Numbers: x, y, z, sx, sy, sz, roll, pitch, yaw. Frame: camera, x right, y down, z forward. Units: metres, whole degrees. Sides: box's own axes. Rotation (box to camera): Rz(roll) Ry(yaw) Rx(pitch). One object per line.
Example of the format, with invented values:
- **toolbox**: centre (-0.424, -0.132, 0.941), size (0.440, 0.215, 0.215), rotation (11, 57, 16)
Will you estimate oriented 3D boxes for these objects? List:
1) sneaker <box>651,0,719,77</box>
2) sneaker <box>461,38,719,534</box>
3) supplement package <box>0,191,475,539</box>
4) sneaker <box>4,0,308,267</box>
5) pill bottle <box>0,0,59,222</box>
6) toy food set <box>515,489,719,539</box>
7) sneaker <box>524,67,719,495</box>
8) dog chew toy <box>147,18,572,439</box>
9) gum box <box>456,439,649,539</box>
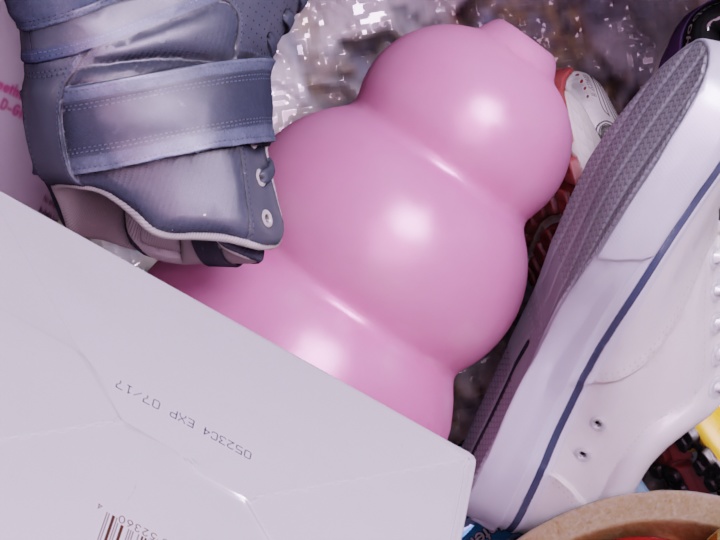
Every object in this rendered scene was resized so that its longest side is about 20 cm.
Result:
- **sneaker**: centre (0.180, -0.015, 1.016), size (0.200, 0.088, 0.076), rotation (41, 87, 3)
- **sneaker**: centre (0.099, 0.012, 1.009), size (0.071, 0.073, 0.200), rotation (19, 122, -9)
- **supplement package**: centre (-0.102, 0.119, 0.939), size (0.191, 0.147, 0.200), rotation (30, 127, -11)
- **sneaker**: centre (-0.033, -0.079, 0.992), size (0.202, 0.077, 0.146), rotation (-16, 96, -38)
- **pill bottle**: centre (-0.144, -0.071, 1.028), size (0.113, 0.113, 0.200), rotation (22, 84, -7)
- **toy food set**: centre (0.090, 0.165, 0.960), size (0.200, 0.049, 0.198), rotation (5, 73, 31)
- **sneaker**: centre (0.122, 0.011, 1.093), size (0.082, 0.078, 0.200), rotation (-34, 99, -18)
- **dog chew toy**: centre (0.000, 0.000, 1.033), size (0.124, 0.125, 0.200), rotation (35, 93, -6)
- **gum box**: centre (0.062, 0.169, 1.084), size (0.170, 0.045, 0.200), rotation (-35, 94, -9)
